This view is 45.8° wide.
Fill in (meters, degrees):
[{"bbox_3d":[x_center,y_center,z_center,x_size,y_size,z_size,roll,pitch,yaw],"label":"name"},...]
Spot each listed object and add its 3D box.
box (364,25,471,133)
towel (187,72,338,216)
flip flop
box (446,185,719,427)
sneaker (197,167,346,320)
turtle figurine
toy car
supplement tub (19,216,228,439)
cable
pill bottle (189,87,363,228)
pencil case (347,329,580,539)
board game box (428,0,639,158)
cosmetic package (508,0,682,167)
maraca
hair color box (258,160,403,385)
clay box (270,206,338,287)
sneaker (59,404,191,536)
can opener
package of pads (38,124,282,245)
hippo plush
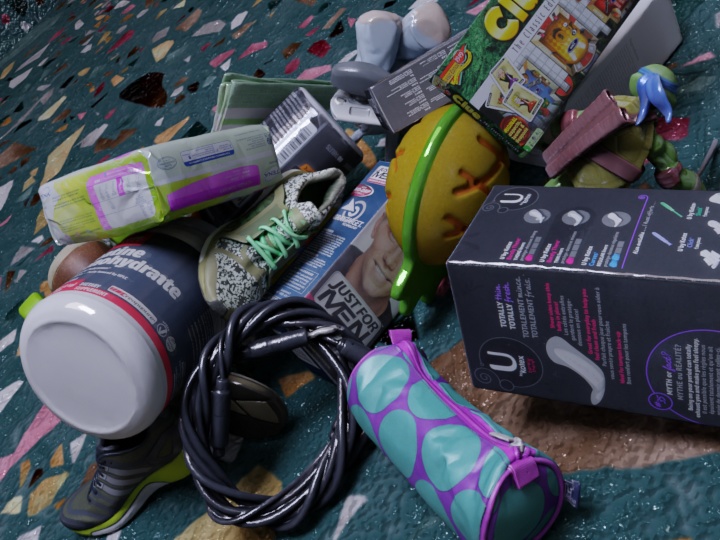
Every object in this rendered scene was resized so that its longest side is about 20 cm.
[{"bbox_3d":[0.101,-0.204,0.824,0.199,0.050,0.158,-30,11,3],"label":"box"},{"bbox_3d":[-0.120,-0.132,0.983,0.023,0.151,0.201,50,130,33],"label":"towel"},{"bbox_3d":[-0.143,0.118,0.865,0.199,0.082,0.058,0,35,48],"label":"flip flop"},{"bbox_3d":[0.177,0.019,0.597,0.198,0.123,0.106,5,38,29],"label":"box"},{"bbox_3d":[-0.077,-0.038,0.794,0.088,0.077,0.201,-24,27,47],"label":"sneaker"},{"bbox_3d":[0.211,-0.073,0.730,0.195,0.143,0.200,-56,4,11],"label":"turtle figurine"},{"bbox_3d":[-0.268,0.057,1.017,0.199,0.158,0.165,36,79,24],"label":"toy car"},{"bbox_3d":[-0.200,0.045,0.789,0.139,0.141,0.200,-16,20,28],"label":"supplement tub"},{"bbox_3d":[-0.076,0.124,0.730,0.201,0.163,0.051,-53,4,-5],"label":"cable"},{"bbox_3d":[-0.100,-0.094,0.929,0.200,0.106,0.106,-43,35,7],"label":"pill bottle"},{"bbox_3d":[0.067,0.128,0.644,0.200,0.084,0.093,37,122,53],"label":"pencil case"},{"bbox_3d":[0.156,-0.206,0.720,0.201,0.104,0.023,-54,3,-9],"label":"board game box"},{"bbox_3d":[0.230,-0.201,0.876,0.200,0.074,0.101,-47,36,-15],"label":"cosmetic package"},{"bbox_3d":[0.073,-0.055,0.769,0.106,0.202,0.137,25,25,28],"label":"maraca"},{"bbox_3d":[0.000,0.000,0.834,0.200,0.100,0.060,-51,36,-16],"label":"hair color box"},{"bbox_3d":[-0.060,-0.019,0.952,0.115,0.048,0.199,-50,36,-14],"label":"clay box"},{"bbox_3d":[-0.236,0.189,0.842,0.200,0.081,0.074,-39,34,17],"label":"sneaker"},{"bbox_3d":[0.062,-0.177,0.927,0.198,0.067,0.053,10,49,-3],"label":"can opener"},{"bbox_3d":[-0.197,-0.080,0.817,0.199,0.069,0.154,-8,12,43],"label":"package of pads"},{"bbox_3d":[0.052,-0.228,1.036,0.161,0.158,0.202,-99,22,-70],"label":"hippo plush"}]
